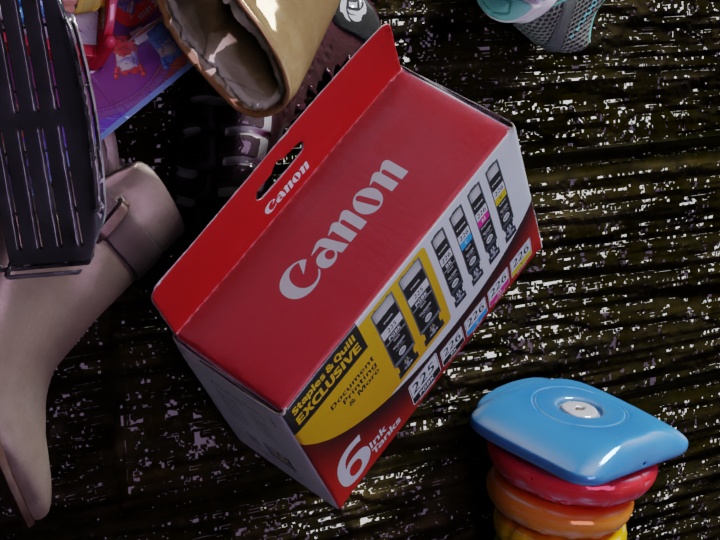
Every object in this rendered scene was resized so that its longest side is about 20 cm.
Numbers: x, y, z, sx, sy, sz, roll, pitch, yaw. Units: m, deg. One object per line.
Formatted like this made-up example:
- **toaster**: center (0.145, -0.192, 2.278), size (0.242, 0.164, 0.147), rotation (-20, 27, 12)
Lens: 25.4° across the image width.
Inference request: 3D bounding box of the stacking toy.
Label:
- **stacking toy**: center (0.123, 0.178, 1.018), size (0.115, 0.109, 0.202), rotation (-11, 116, -43)

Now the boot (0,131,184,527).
- **boot**: center (-0.154, 0.009, 0.816), size (0.146, 0.070, 0.201), rotation (-31, 112, -25)

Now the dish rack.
- **dish rack**: center (-0.212, -0.057, 0.711), size (0.055, 0.198, 0.155), rotation (-44, 128, -68)

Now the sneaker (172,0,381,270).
- **sneaker**: center (-0.035, -0.091, 0.877), size (0.115, 0.075, 0.202), rotation (2, 96, -36)

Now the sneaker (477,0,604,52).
- **sneaker**: center (0.143, -0.223, 0.982), size (0.091, 0.077, 0.201), rotation (38, 80, -47)

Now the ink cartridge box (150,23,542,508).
- **ink cartridge box**: center (0.000, 0.000, 0.862), size (0.200, 0.084, 0.176), rotation (-51, 152, -15)

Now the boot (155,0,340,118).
- **boot**: center (-0.051, -0.202, 0.795), size (0.175, 0.066, 0.201), rotation (49, 45, -19)

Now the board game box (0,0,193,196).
- **board game box**: center (-0.158, -0.140, 0.770), size (0.200, 0.039, 0.158), rotation (-43, 97, -26)
